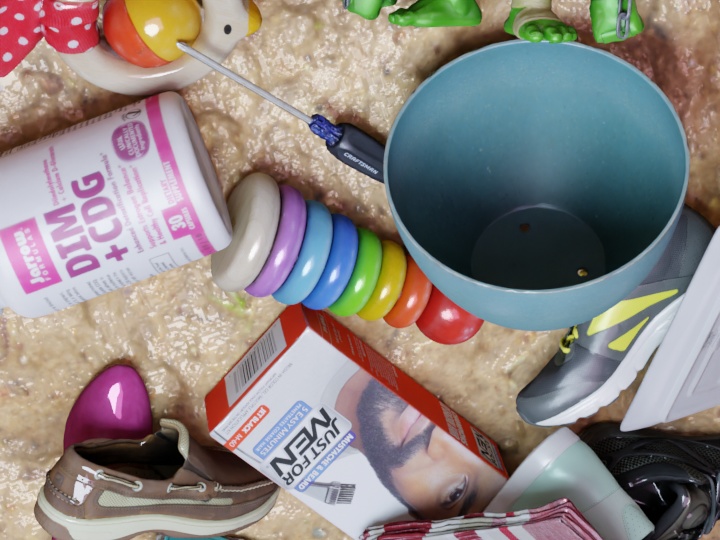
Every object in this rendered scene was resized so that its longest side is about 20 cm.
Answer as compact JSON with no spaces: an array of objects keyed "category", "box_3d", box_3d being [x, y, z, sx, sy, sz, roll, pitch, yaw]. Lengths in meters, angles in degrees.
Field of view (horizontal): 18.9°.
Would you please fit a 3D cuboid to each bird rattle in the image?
[{"category":"bird rattle","box_3d":[-0.155,-0.172,1.412,0.200,0.113,0.163,-37,129,12]}]

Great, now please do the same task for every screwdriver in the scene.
[{"category":"screwdriver","box_3d":[-0.044,-0.108,1.460,0.200,0.029,0.028,31,69,-38]}]

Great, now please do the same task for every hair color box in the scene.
[{"category":"hair color box","box_3d":[-0.002,0.123,1.574,0.200,0.064,0.111,37,104,-21]}]

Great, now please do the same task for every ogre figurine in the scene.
[{"category":"ogre figurine","box_3d":[0.085,-0.216,1.420,0.098,0.200,0.120,-13,110,-50]}]

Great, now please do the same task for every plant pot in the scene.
[{"category":"plant pot","box_3d":[0.120,-0.037,1.468,0.200,0.200,0.135,-12,148,-2]}]

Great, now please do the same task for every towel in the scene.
[{"category":"towel","box_3d":[0.110,0.216,1.525,0.200,0.023,0.144,-14,132,43]}]

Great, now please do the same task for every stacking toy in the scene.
[{"category":"stacking toy","box_3d":[0.000,0.000,1.518,0.200,0.085,0.085,18,110,-20]}]

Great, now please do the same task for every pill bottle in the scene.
[{"category":"pill bottle","box_3d":[-0.196,-0.036,1.453,0.200,0.113,0.114,-20,114,2]}]

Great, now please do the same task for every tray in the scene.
[{"category":"tray","box_3d":[0.260,0.037,1.535,0.107,0.022,0.200,-13,138,-36]}]

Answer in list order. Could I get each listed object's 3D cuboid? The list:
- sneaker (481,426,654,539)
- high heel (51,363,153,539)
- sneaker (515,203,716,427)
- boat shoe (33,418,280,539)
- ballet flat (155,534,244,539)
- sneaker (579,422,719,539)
[{"category":"sneaker","box_3d":[0.136,0.218,1.579,0.118,0.074,0.201,45,134,16]},{"category":"high heel","box_3d":[-0.191,0.170,1.553,0.067,0.096,0.200,16,110,-13]},{"category":"sneaker","box_3d":[0.179,0.027,1.558,0.200,0.074,0.085,-43,106,2]},{"category":"boat shoe","box_3d":[-0.130,0.143,1.522,0.202,0.075,0.075,-5,123,-45]},{"category":"ballet flat","box_3d":[-0.066,0.241,1.621,0.200,0.072,0.072,17,110,-7]},{"category":"sneaker","box_3d":[0.264,0.166,1.599,0.199,0.114,0.076,6,114,-12]}]
